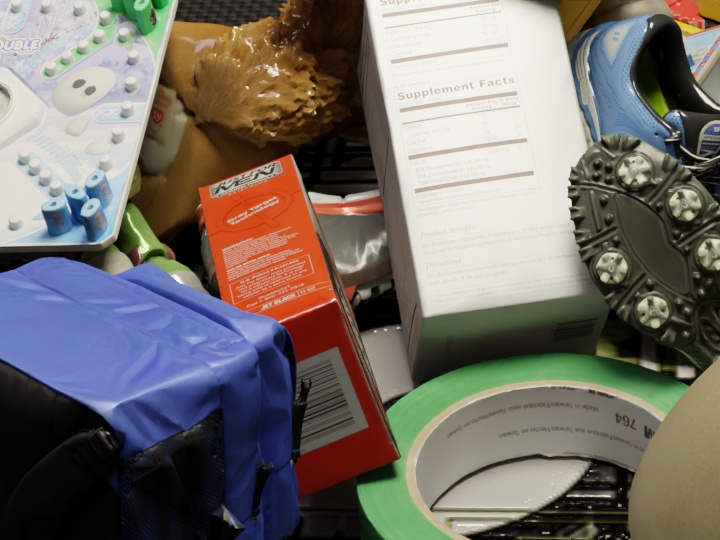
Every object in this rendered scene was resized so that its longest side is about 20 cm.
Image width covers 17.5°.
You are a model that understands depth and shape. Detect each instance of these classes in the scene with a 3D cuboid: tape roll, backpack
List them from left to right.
[{"bbox_3d":[-0.109,0.111,1.094,0.167,0.202,0.162,-19,31,-38],"label":"backpack"},{"bbox_3d":[0.098,0.118,1.193,0.199,0.049,0.201,-4,32,2],"label":"tape roll"}]

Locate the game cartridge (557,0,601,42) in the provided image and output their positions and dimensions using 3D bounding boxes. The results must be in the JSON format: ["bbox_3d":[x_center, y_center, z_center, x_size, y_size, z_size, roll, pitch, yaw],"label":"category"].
[{"bbox_3d":[0.084,-0.162,1.515,0.177,0.032,0.200,-54,26,-2],"label":"game cartridge"}]

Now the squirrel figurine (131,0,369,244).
[{"bbox_3d":[-0.049,-0.112,1.473,0.186,0.143,0.199,-12,-8,-46],"label":"squirrel figurine"}]

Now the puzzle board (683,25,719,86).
[{"bbox_3d":[0.131,-0.106,1.492,0.199,0.017,0.151,-14,21,30],"label":"puzzle board"}]

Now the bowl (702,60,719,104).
[{"bbox_3d":[0.267,-0.100,1.440,0.200,0.091,0.201,-33,13,8],"label":"bowl"}]

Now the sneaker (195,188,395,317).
[{"bbox_3d":[0.000,0.000,1.394,0.198,0.077,0.083,1,64,-2],"label":"sneaker"}]

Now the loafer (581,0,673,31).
[{"bbox_3d":[0.166,-0.182,1.571,0.075,0.069,0.200,-11,1,-7],"label":"loafer"}]

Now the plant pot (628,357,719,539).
[{"bbox_3d":[0.237,0.089,1.085,0.198,0.135,0.201,7,45,-7],"label":"plant pot"}]

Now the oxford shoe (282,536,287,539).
[{"bbox_3d":[-0.086,0.085,1.248,0.084,0.073,0.200,-22,36,-28],"label":"oxford shoe"}]

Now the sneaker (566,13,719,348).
[{"bbox_3d":[0.174,-0.052,1.331,0.078,0.202,0.089,-10,-10,-39],"label":"sneaker"}]

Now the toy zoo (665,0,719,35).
[{"bbox_3d":[0.243,-0.201,1.700,0.131,0.021,0.199,-30,40,-33],"label":"toy zoo"}]

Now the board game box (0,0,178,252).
[{"bbox_3d":[-0.219,-0.094,1.344,0.198,0.026,0.201,-1,50,13],"label":"board game box"}]

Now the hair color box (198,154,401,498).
[{"bbox_3d":[-0.036,0.025,1.245,0.061,0.102,0.200,-21,26,0],"label":"hair color box"}]

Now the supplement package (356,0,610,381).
[{"bbox_3d":[0.067,-0.055,1.320,0.109,0.114,0.202,-8,71,-5],"label":"supplement package"}]

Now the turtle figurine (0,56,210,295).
[{"bbox_3d":[-0.183,-0.014,1.382,0.199,0.144,0.194,-31,56,-10],"label":"turtle figurine"}]

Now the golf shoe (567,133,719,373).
[{"bbox_3d":[0.181,0.014,1.247,0.077,0.200,0.088,-39,1,8],"label":"golf shoe"}]
